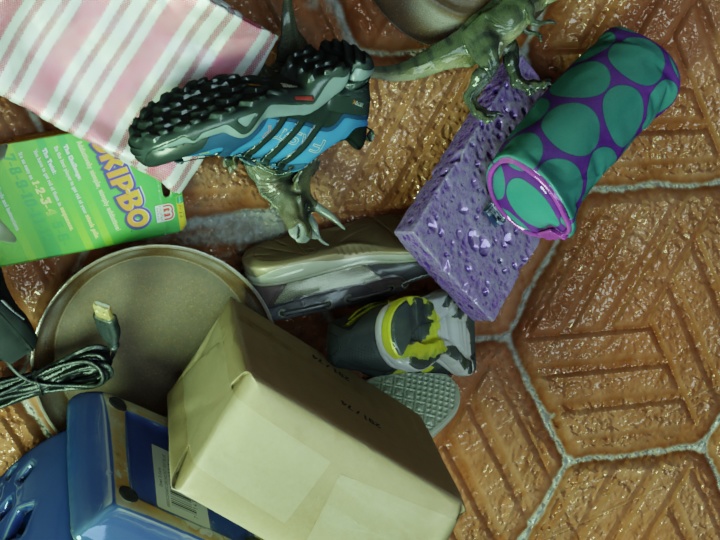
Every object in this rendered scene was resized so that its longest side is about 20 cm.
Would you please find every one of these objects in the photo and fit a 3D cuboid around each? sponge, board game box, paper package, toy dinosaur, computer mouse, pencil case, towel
[{"bbox_3d":[0.114,-0.069,1.263,0.112,0.030,0.201,46,62,-25],"label":"sponge"},{"bbox_3d":[-0.238,-0.060,1.191,0.197,0.030,0.097,-11,110,-13],"label":"board game box"},{"bbox_3d":[-0.039,0.136,1.163,0.199,0.191,0.104,32,99,-16],"label":"paper package"},{"bbox_3d":[0.104,-0.172,1.231,0.199,0.047,0.089,-30,100,-6],"label":"toy dinosaur"},{"bbox_3d":[-0.067,-0.125,1.218,0.101,0.077,0.203,2,95,-36],"label":"toy dinosaur"},{"bbox_3d":[-0.252,0.043,1.127,0.139,0.046,0.201,-14,139,-2],"label":"computer mouse"},{"bbox_3d":[0.182,-0.111,1.247,0.200,0.085,0.093,-48,120,-31],"label":"pencil case"},{"bbox_3d":[-0.176,-0.160,1.123,0.199,0.030,0.147,29,102,-24],"label":"towel"}]

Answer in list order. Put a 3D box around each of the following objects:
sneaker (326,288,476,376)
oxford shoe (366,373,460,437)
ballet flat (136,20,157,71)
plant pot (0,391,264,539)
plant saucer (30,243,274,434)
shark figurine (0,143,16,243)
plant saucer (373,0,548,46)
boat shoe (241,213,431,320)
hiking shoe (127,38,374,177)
[{"bbox_3d":[0.037,0.050,1.264,0.084,0.200,0.076,-5,83,24],"label":"sneaker"},{"bbox_3d":[-0.002,0.148,1.321,0.199,0.075,0.058,-32,156,-16],"label":"oxford shoe"},{"bbox_3d":[-0.164,-0.245,1.151,0.071,0.068,0.202,14,105,-3],"label":"ballet flat"},{"bbox_3d":[-0.179,0.222,1.178,0.199,0.201,0.180,28,111,-25],"label":"plant pot"},{"bbox_3d":[-0.166,0.069,1.238,0.197,0.035,0.203,-4,111,-10],"label":"plant saucer"},{"bbox_3d":[-0.348,-0.013,1.130,0.127,0.090,0.215,14,129,-33],"label":"shark figurine"},{"bbox_3d":[0.092,-0.277,1.238,0.198,0.037,0.203,-5,107,-17],"label":"plant saucer"},{"bbox_3d":[0.000,0.000,1.271,0.197,0.072,0.066,-10,118,-16],"label":"boat shoe"},{"bbox_3d":[-0.074,-0.101,1.133,0.198,0.074,0.088,-19,123,-20],"label":"hiking shoe"}]
